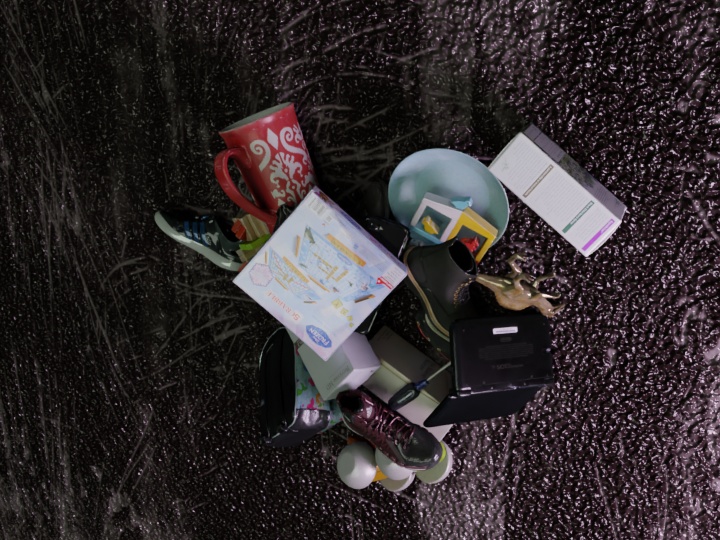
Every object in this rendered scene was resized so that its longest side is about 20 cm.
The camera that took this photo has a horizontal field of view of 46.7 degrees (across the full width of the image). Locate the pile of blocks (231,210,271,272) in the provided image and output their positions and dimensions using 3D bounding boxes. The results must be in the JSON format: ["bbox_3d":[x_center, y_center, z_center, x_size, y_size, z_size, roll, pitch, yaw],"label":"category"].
[{"bbox_3d":[-0.188,-0.017,1.500,0.082,0.062,0.201,26,140,39],"label":"pile of blocks"}]

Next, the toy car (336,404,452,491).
[{"bbox_3d":[0.061,0.315,1.519,0.199,0.174,0.151,-22,62,33],"label":"toy car"}]

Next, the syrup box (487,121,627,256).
[{"bbox_3d":[0.296,-0.123,1.250,0.200,0.079,0.082,43,122,3],"label":"syrup box"}]

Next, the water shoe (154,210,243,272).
[{"bbox_3d":[-0.290,-0.074,1.566,0.199,0.071,0.079,31,99,6],"label":"water shoe"}]

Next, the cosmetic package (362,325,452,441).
[{"bbox_3d":[0.089,0.197,1.469,0.199,0.104,0.073,35,119,7],"label":"cosmetic package"}]

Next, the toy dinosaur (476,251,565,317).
[{"bbox_3d":[0.240,0.024,1.317,0.199,0.058,0.101,23,136,-3],"label":"toy dinosaur"}]

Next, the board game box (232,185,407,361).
[{"bbox_3d":[-0.063,0.006,1.318,0.200,0.041,0.200,42,105,-8],"label":"board game box"}]

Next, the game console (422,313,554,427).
[{"bbox_3d":[0.204,0.163,1.362,0.116,0.199,0.178,-8,85,60],"label":"game console"}]

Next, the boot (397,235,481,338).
[{"bbox_3d":[0.159,0.037,1.319,0.200,0.078,0.138,45,150,-17],"label":"boot"}]

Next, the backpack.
[{"bbox_3d":[-0.112,0.206,1.524,0.177,0.149,0.202,-43,52,50],"label":"backpack"}]

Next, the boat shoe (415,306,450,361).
[{"bbox_3d":[0.178,0.129,1.426,0.201,0.074,0.063,44,161,-10],"label":"boat shoe"}]

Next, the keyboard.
[{"bbox_3d":[0.000,0.000,1.357,0.103,0.040,0.201,21,108,-7],"label":"keyboard"}]

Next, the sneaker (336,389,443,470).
[{"bbox_3d":[0.036,0.257,1.372,0.199,0.076,0.116,22,161,29],"label":"sneaker"}]

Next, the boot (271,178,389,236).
[{"bbox_3d":[-0.055,-0.076,1.367,0.173,0.069,0.201,18,97,-26],"label":"boot"}]

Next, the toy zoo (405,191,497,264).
[{"bbox_3d":[0.135,-0.045,1.353,0.131,0.021,0.201,29,135,1],"label":"toy zoo"}]

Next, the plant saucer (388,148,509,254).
[{"bbox_3d":[0.143,-0.115,1.333,0.199,0.039,0.202,14,131,16],"label":"plant saucer"}]

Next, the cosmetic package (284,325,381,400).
[{"bbox_3d":[-0.059,0.110,1.435,0.102,0.074,0.201,-47,61,35],"label":"cosmetic package"}]

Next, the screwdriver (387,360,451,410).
[{"bbox_3d":[0.123,0.176,1.378,0.199,0.028,0.029,-35,63,25],"label":"screwdriver"}]

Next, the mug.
[{"bbox_3d":[-0.157,-0.157,1.407,0.133,0.177,0.201,21,136,66],"label":"mug"}]
